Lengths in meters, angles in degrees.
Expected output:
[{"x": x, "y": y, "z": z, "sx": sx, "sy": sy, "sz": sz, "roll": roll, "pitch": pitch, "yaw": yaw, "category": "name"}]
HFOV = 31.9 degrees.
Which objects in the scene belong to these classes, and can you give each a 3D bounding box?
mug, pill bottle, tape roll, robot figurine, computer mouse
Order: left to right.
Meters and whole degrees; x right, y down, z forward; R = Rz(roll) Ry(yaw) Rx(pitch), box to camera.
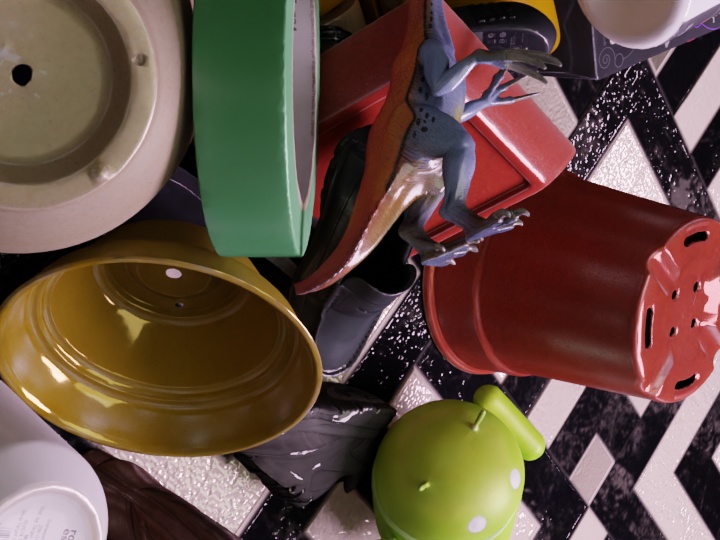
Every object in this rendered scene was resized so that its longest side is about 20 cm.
[{"x": -0.214, "y": 0.149, "z": 0.707, "sx": 0.149, "sy": 0.153, "sz": 0.187, "roll": -36, "pitch": 125, "yaw": -33, "category": "mug"}, {"x": -0.053, "y": -0.108, "z": 0.697, "sx": 0.200, "sy": 0.048, "sz": 0.201, "roll": 0, "pitch": 90, "yaw": -87, "category": "tape roll"}, {"x": 0.028, "y": -0.148, "z": 0.824, "sx": 0.059, "sy": 0.199, "sz": 0.034, "roll": 91, "pitch": -5, "yaw": -55, "category": "computer mouse"}, {"x": 0.067, "y": 0.174, "z": 0.988, "sx": 0.176, "sy": 0.116, "sz": 0.200, "roll": -50, "pitch": 162, "yaw": -21, "category": "robot figurine"}, {"x": 0.258, "y": -0.246, "z": 0.947, "sx": 0.200, "sy": 0.106, "sz": 0.107, "roll": -30, "pitch": 121, "yaw": -34, "category": "pill bottle"}]

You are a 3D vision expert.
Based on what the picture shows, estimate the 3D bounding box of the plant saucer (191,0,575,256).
[{"x": 0.021, "y": -0.073, "z": 0.861, "sx": 0.200, "sy": 0.200, "sz": 0.037, "roll": 38, "pitch": 35, "yaw": -43, "category": "plant saucer"}]

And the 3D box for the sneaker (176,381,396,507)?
[{"x": -0.055, "y": 0.128, "z": 0.919, "sx": 0.200, "sy": 0.076, "sz": 0.091, "roll": 11, "pitch": 98, "yaw": -44, "category": "sneaker"}]

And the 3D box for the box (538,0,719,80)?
[{"x": 0.212, "y": -0.244, "z": 1.051, "sx": 0.200, "sy": 0.106, "sz": 0.123, "roll": -26, "pitch": 116, "yaw": -37, "category": "box"}]

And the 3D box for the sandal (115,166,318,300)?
[{"x": -0.089, "y": -0.014, "z": 0.843, "sx": 0.200, "sy": 0.043, "sz": 0.076, "roll": 21, "pitch": 129, "yaw": -38, "category": "sandal"}]

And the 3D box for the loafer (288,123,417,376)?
[{"x": 0.000, "y": 0.000, "z": 0.827, "sx": 0.068, "sy": 0.070, "sz": 0.201, "roll": -15, "pitch": 137, "yaw": -35, "category": "loafer"}]

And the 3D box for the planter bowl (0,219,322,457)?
[{"x": -0.121, "y": 0.028, "z": 0.784, "sx": 0.200, "sy": 0.200, "sz": 0.084, "roll": 51, "pitch": 30, "yaw": -40, "category": "planter bowl"}]

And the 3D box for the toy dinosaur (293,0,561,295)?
[{"x": 0.040, "y": -0.102, "z": 0.714, "sx": 0.199, "sy": 0.105, "sz": 0.182, "roll": -14, "pitch": 78, "yaw": -22, "category": "toy dinosaur"}]

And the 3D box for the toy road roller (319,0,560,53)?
[{"x": 0.045, "y": -0.174, "z": 0.877, "sx": 0.200, "sy": 0.146, "sz": 0.123, "roll": -40, "pitch": 126, "yaw": -30, "category": "toy road roller"}]

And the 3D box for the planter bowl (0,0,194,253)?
[{"x": -0.165, "y": -0.097, "z": 0.610, "sx": 0.199, "sy": 0.135, "sz": 0.201, "roll": -4, "pitch": 104, "yaw": -15, "category": "planter bowl"}]

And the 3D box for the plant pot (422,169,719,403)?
[{"x": 0.190, "y": 0.012, "z": 1.037, "sx": 0.200, "sy": 0.195, "sz": 0.202, "roll": -14, "pitch": 111, "yaw": -42, "category": "plant pot"}]

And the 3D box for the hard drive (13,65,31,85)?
[{"x": -0.224, "y": -0.156, "z": 0.703, "sx": 0.132, "sy": 0.025, "sz": 0.200, "roll": 44, "pitch": 70, "yaw": -42, "category": "hard drive"}]

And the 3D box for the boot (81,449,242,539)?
[{"x": -0.086, "y": 0.203, "z": 0.814, "sx": 0.064, "sy": 0.200, "sz": 0.186, "roll": -56, "pitch": 132, "yaw": -17, "category": "boot"}]
